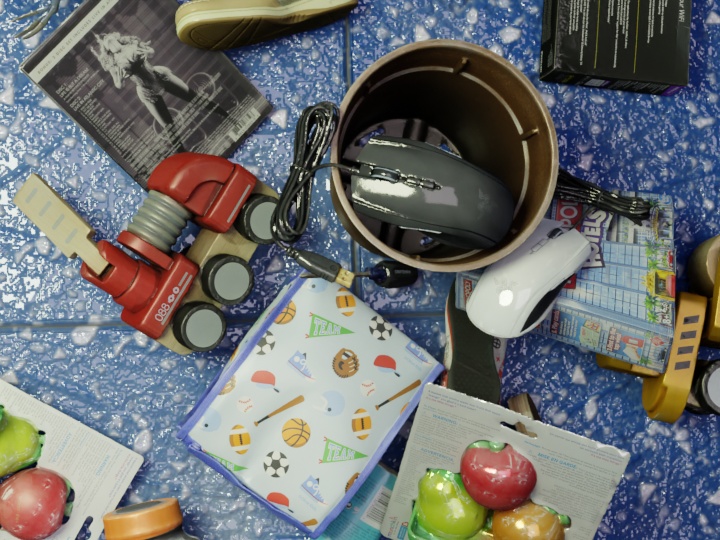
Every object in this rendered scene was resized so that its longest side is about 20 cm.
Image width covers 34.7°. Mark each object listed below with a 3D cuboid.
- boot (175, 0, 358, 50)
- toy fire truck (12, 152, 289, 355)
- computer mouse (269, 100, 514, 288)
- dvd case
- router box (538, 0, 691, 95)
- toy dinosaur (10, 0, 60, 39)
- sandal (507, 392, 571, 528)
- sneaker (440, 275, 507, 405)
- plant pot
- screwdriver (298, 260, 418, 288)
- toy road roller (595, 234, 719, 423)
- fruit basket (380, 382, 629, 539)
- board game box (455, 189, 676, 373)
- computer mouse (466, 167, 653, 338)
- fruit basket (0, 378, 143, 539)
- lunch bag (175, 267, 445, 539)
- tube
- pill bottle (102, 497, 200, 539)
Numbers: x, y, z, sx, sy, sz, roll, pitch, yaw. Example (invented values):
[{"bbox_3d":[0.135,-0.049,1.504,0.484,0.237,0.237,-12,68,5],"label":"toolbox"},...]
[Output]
[{"bbox_3d":[-0.110,-0.301,1.104,0.200,0.072,0.155,-20,88,-35],"label":"boot"},{"bbox_3d":[-0.198,-0.044,1.059,0.200,0.129,0.176,35,81,-29],"label":"toy fire truck"},{"bbox_3d":[0.026,-0.046,0.941,0.199,0.046,0.141,22,82,-7],"label":"computer mouse"},{"bbox_3d":[-0.199,-0.173,1.094,0.149,0.016,0.200,-48,116,-9],"label":"dvd case"},{"bbox_3d":[0.267,-0.291,1.194,0.149,0.051,0.201,5,85,-11],"label":"router box"},{"bbox_3d":[-0.271,-0.270,1.038,0.181,0.200,0.105,3,73,-51],"label":"toy dinosaur"},{"bbox_3d":[0.171,0.232,1.145,0.069,0.078,0.212,-21,83,13],"label":"sandal"},{"bbox_3d":[0.109,0.088,1.136,0.067,0.108,0.202,9,48,2],"label":"sneaker"},{"bbox_3d":[0.057,-0.090,1.072,0.200,0.198,0.201,1,85,-10],"label":"plant pot"},{"bbox_3d":[0.000,0.000,1.074,0.028,0.200,0.029,21,96,29],"label":"screwdriver"},{"bbox_3d":[0.320,0.052,1.148,0.145,0.123,0.201,12,85,3],"label":"toy road roller"},{"bbox_3d":[0.124,0.201,1.041,0.185,0.094,0.201,18,120,7],"label":"fruit basket"},{"bbox_3d":[0.196,-0.011,1.099,0.199,0.062,0.200,6,52,8],"label":"board game box"},{"bbox_3d":[0.170,-0.019,1.040,0.109,0.044,0.200,29,60,24],"label":"computer mouse"},{"bbox_3d":[-0.332,0.204,1.058,0.200,0.094,0.186,32,82,-22],"label":"fruit basket"},{"bbox_3d":[-0.052,0.124,1.079,0.170,0.124,0.200,36,72,-4],"label":"lunch bag"},{"bbox_3d":[-0.025,0.277,1.113,0.077,0.050,0.200,33,86,-2],"label":"tube"},{"bbox_3d":[-0.182,0.313,1.052,0.106,0.106,0.201,-11,88,-10],"label":"pill bottle"}]
